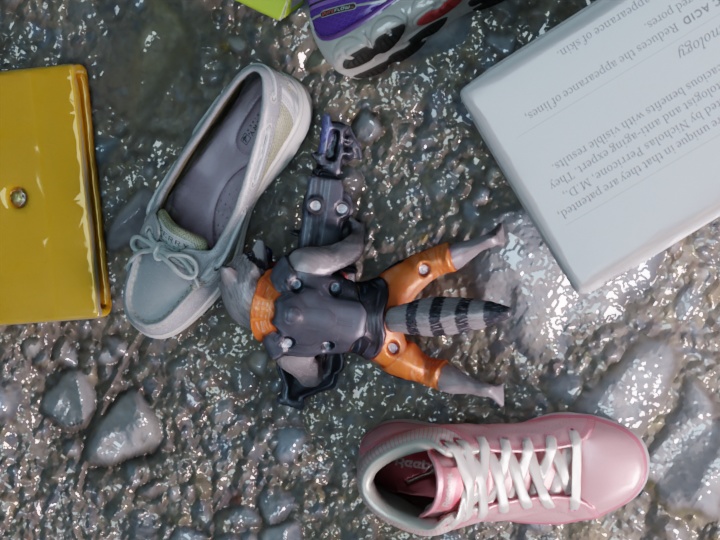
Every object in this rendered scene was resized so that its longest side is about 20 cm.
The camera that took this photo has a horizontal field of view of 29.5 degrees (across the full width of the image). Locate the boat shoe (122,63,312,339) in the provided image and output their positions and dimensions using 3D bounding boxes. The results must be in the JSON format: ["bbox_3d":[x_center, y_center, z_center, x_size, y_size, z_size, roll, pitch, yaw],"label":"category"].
[{"bbox_3d":[-0.105,-0.046,0.913,0.074,0.065,0.203,38,99,19],"label":"boat shoe"}]

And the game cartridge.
[{"bbox_3d":[-0.281,-0.048,0.969,0.197,0.032,0.179,-3,96,12],"label":"game cartridge"}]

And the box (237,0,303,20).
[{"bbox_3d":[-0.114,-0.262,0.891,0.198,0.048,0.123,26,119,5],"label":"box"}]

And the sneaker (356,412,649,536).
[{"bbox_3d":[0.090,0.136,0.889,0.197,0.105,0.076,1,94,8],"label":"sneaker"}]

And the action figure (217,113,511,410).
[{"bbox_3d":[0.000,0.000,0.892,0.191,0.105,0.203,1,97,0],"label":"action figure"}]

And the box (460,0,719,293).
[{"bbox_3d":[0.177,-0.100,0.799,0.199,0.199,0.132,-31,91,11],"label":"box"}]

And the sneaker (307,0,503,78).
[{"bbox_3d":[0.051,-0.206,0.874,0.198,0.081,0.084,-29,78,8],"label":"sneaker"}]
